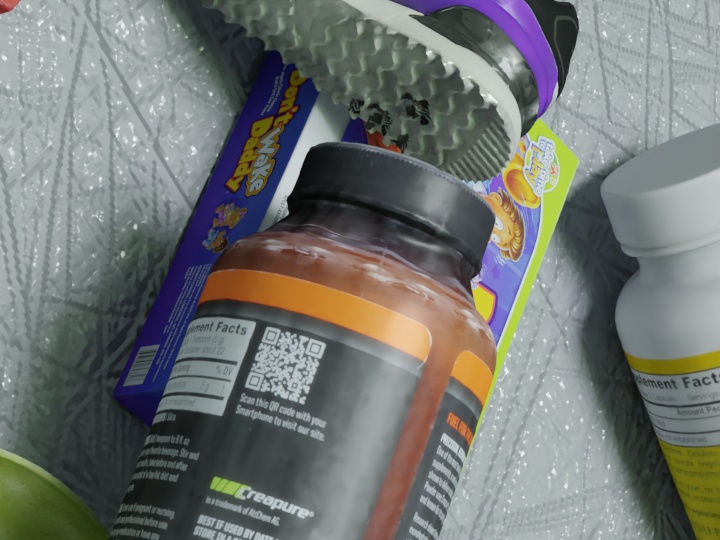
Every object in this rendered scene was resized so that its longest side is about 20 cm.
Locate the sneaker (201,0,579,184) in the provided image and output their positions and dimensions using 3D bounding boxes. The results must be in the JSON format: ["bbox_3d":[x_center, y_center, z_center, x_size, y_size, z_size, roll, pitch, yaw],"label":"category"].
[{"bbox_3d":[-0.001,-0.126,1.077,0.200,0.070,0.100,42,55,1],"label":"sneaker"}]

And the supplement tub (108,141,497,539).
[{"bbox_3d":[-0.018,0.061,0.983,0.107,0.107,0.201,32,72,-38],"label":"supplement tub"}]

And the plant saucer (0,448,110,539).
[{"bbox_3d":[-0.145,0.156,0.955,0.200,0.031,0.201,10,76,-45],"label":"plant saucer"}]

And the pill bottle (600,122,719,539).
[{"bbox_3d":[0.174,0.042,1.238,0.111,0.111,0.201,-35,109,-43],"label":"pill bottle"}]

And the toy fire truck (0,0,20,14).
[{"bbox_3d":[-0.139,-0.199,1.002,0.141,0.049,0.200,43,55,-33],"label":"toy fire truck"}]

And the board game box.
[{"bbox_3d":[0.000,0.000,1.115,0.134,0.045,0.200,42,56,-33],"label":"board game box"}]
